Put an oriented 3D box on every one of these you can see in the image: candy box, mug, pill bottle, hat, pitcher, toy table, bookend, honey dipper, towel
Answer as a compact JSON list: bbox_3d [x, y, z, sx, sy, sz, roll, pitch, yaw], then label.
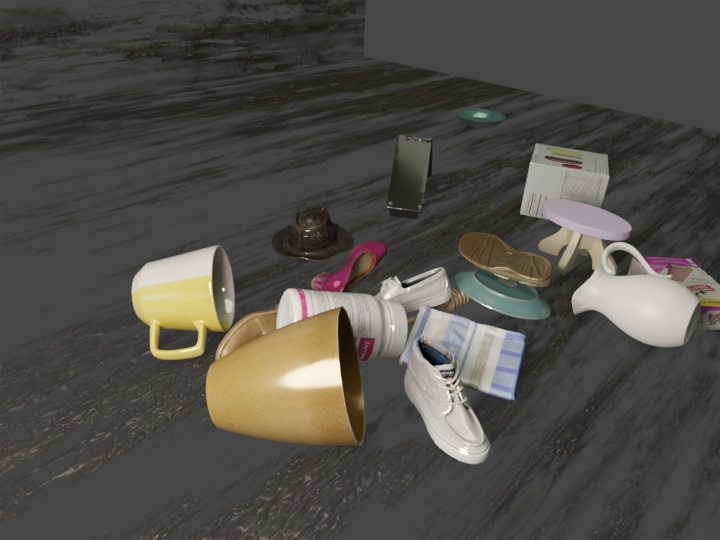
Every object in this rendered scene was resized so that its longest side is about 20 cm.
[{"bbox_3d":[0.650,0.043,1.210,0.134,0.062,0.201,2,30,-2],"label":"candy box"},{"bbox_3d":[-0.313,0.045,1.031,0.150,0.152,0.187,-5,22,1],"label":"mug"},{"bbox_3d":[-0.030,0.092,0.976,0.196,0.115,0.114,5,26,-22],"label":"pill bottle"},{"bbox_3d":[-0.109,-0.099,1.365,0.196,0.082,0.202,2,28,-1],"label":"hat"},{"bbox_3d":[0.522,0.040,1.106,0.198,0.121,0.173,23,77,38],"label":"pitcher"},{"bbox_3d":[0.496,-0.073,1.345,0.182,0.119,0.199,-18,36,-34],"label":"toy table"},{"bbox_3d":[0.131,-0.214,1.560,0.090,0.199,0.204,7,73,8],"label":"bookend"},{"bbox_3d":[0.125,0.077,1.121,0.198,0.039,0.038,-21,36,-33],"label":"honey dipper"},{"bbox_3d":[0.175,0.133,1.008,0.197,0.024,0.148,16,42,15],"label":"towel"}]

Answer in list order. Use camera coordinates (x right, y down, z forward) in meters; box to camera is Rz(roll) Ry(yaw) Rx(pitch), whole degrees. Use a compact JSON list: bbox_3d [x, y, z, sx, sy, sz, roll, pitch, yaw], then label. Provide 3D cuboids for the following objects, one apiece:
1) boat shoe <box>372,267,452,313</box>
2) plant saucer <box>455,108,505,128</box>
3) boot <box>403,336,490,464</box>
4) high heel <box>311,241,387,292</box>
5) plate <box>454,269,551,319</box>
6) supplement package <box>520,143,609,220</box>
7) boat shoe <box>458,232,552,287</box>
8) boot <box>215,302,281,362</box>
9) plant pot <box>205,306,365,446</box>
[{"bbox_3d":[0.071,0.043,1.104,0.196,0.070,0.072,-14,16,5],"label":"boat shoe"},{"bbox_3d":[0.476,-0.604,2.380,0.196,0.037,0.201,3,28,-1],"label":"plant saucer"},{"bbox_3d":[0.123,0.181,0.871,0.072,0.097,0.200,-11,32,-24],"label":"boot"},{"bbox_3d":[0.000,0.000,1.204,0.198,0.069,0.095,-25,29,-33],"label":"high heel"},{"bbox_3d":[0.283,0.037,1.174,0.196,0.026,0.201,13,21,-5],"label":"plate"},{"bbox_3d":[0.549,-0.234,1.606,0.196,0.149,0.192,12,30,14],"label":"supplement package"},{"bbox_3d":[0.290,-0.017,1.203,0.198,0.065,0.073,22,75,27],"label":"boat shoe"},{"bbox_3d":[-0.153,0.113,1.001,0.075,0.075,0.199,32,37,26],"label":"boot"},{"bbox_3d":[-0.106,0.158,0.831,0.196,0.189,0.187,-8,28,6],"label":"plant pot"}]
